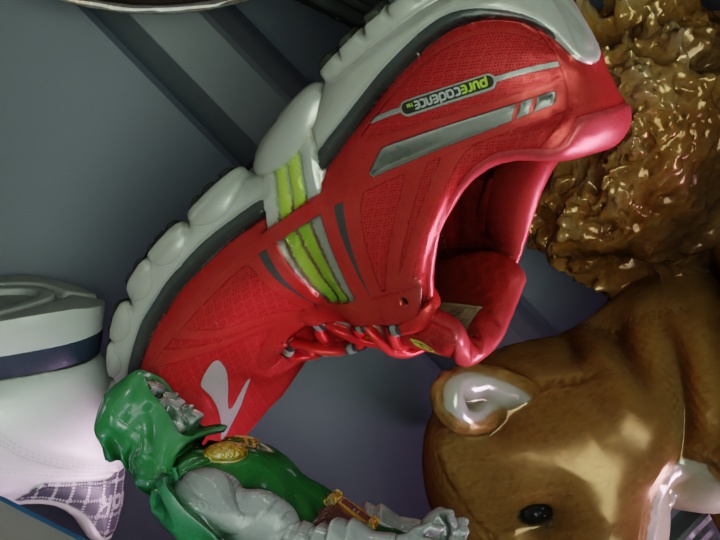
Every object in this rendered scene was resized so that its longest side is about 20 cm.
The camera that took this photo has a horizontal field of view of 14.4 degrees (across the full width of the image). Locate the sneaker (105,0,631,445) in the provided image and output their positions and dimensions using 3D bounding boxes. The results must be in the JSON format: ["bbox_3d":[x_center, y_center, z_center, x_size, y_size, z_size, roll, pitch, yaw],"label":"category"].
[{"bbox_3d":[0.000,0.000,0.797,0.085,0.077,0.200,52,127,16],"label":"sneaker"}]

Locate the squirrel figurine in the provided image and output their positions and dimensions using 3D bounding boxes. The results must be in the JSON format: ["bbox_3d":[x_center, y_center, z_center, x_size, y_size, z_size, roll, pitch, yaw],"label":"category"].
[{"bbox_3d":[0.102,0.013,0.862,0.186,0.142,0.200,-14,84,1],"label":"squirrel figurine"}]

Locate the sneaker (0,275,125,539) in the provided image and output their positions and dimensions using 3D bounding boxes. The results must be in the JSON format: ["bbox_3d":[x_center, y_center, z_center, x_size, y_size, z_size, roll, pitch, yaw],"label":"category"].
[{"bbox_3d":[-0.167,0.057,0.830,0.200,0.076,0.081,-8,106,-9],"label":"sneaker"}]

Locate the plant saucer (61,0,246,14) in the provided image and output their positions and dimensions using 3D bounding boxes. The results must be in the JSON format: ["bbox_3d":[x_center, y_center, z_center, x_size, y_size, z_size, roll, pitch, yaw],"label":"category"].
[{"bbox_3d":[-0.064,-0.177,0.846,0.200,0.032,0.200,-1,95,-12],"label":"plant saucer"}]

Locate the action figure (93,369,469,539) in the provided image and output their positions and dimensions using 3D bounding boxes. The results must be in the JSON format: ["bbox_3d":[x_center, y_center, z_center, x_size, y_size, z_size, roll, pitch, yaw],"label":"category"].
[{"bbox_3d":[0.010,0.091,0.792,0.200,0.118,0.055,32,93,4],"label":"action figure"}]

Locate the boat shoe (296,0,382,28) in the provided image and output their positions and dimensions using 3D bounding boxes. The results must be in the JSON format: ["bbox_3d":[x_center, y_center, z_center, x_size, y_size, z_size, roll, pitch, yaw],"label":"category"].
[{"bbox_3d":[-0.051,-0.104,0.807,0.200,0.069,0.057,15,93,-14],"label":"boat shoe"}]

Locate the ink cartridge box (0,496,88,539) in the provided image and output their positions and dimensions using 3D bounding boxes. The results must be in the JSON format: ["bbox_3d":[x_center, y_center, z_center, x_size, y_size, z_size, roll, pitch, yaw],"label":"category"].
[{"bbox_3d":[-0.103,0.184,0.743,0.128,0.125,0.200,25,107,17],"label":"ink cartridge box"}]
